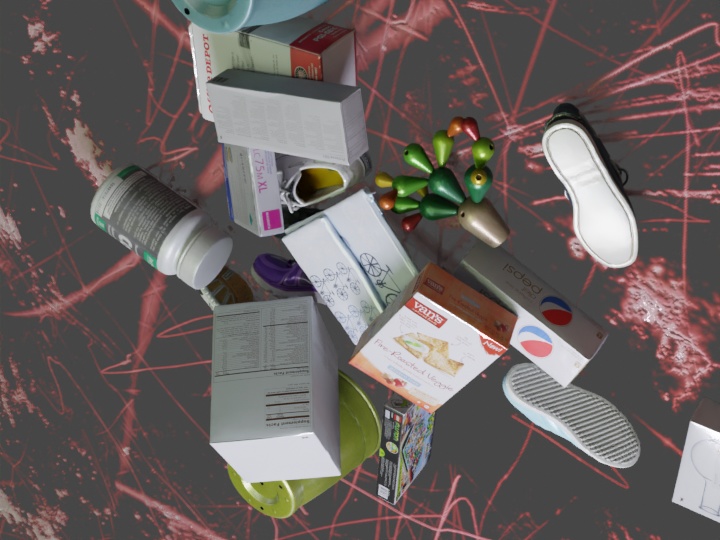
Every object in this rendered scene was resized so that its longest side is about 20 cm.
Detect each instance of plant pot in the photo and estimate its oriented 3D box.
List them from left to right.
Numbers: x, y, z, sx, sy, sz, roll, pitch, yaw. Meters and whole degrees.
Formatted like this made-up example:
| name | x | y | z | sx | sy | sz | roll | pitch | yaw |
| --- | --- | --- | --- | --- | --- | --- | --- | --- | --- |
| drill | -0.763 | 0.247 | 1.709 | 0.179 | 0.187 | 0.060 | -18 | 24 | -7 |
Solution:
| name | x | y | z | sx | sy | sz | roll | pitch | yaw |
| --- | --- | --- | --- | --- | --- | --- | --- | --- | --- |
| plant pot | -0.117 | -0.362 | 1.284 | 0.199 | 0.188 | 0.201 | 22 | 134 | 25 |
| plant pot | -0.100 | 0.274 | 1.788 | 0.200 | 0.193 | 0.201 | 22 | 135 | 24 |

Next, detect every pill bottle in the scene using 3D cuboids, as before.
| name | x | y | z | sx | sy | sz | roll | pitch | yaw |
| --- | --- | --- | --- | --- | --- | --- | --- | --- | --- |
| pill bottle | -0.298 | -0.066 | 1.739 | 0.200 | 0.113 | 0.113 | 34 | 139 | 14 |

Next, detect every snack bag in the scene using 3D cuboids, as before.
| name | x | y | z | sx | sy | sz | roll | pitch | yaw |
| --- | --- | --- | --- | --- | --- | --- | --- | --- | --- |
| snack bag | 0.000 | 0.000 | 1.511 | 0.200 | 0.021 | 0.189 | -23 | 103 | 51 |

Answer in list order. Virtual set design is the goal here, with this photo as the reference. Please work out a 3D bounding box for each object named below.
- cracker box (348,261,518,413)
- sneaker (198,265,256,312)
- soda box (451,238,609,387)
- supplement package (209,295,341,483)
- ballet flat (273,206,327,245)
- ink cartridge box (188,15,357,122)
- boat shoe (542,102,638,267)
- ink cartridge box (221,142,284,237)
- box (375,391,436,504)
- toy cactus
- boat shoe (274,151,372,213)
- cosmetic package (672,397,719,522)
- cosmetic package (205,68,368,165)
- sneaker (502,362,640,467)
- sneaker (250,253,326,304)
| name | x | y | z | sx | sy | sz | roll | pitch | yaw |
| --- | --- | --- | --- | --- | --- | --- | --- | --- | --- |
| cracker box | 0.089 | 0.090 | 1.458 | 0.134 | 0.058 | 0.200 | 32 | 140 | -7 |
| sneaker | -0.191 | 0.077 | 1.794 | 0.200 | 0.076 | 0.088 | 46 | 140 | 1 |
| soda box | 0.206 | 0.050 | 1.443 | 0.200 | 0.064 | 0.068 | 39 | 139 | 8 |
| supplement package | -0.116 | 0.172 | 1.623 | 0.146 | 0.201 | 0.191 | -6 | 152 | 8 |
| ballet flat | -0.038 | -0.050 | 1.588 | 0.199 | 0.067 | 0.057 | 16 | 169 | 33 |
| ink cartridge box | -0.107 | -0.245 | 1.451 | 0.199 | 0.083 | 0.147 | 21 | 133 | 26 |
| boat shoe | 0.257 | -0.093 | 1.280 | 0.075 | 0.062 | 0.200 | -20 | 118 | 31 |
| ink cartridge box | -0.148 | -0.117 | 1.553 | 0.200 | 0.042 | 0.120 | -158 | 59 | -69 |
| box | 0.069 | 0.236 | 1.677 | 0.035 | 0.110 | 0.201 | 25 | 136 | 22 |
| toy cactus | 0.114 | -0.090 | 1.397 | 0.165 | 0.102 | 0.200 | 43 | 132 | -11 |
| boat shoe | -0.079 | -0.113 | 1.534 | 0.201 | 0.086 | 0.075 | -5 | 119 | 43 |
| cosmetic package | 0.486 | 0.255 | 1.384 | 0.199 | 0.052 | 0.151 | 21 | 137 | 26 |
| cosmetic package | -0.088 | -0.186 | 1.381 | 0.199 | 0.051 | 0.083 | 14 | 127 | 31 |
| sneaker | 0.274 | 0.187 | 1.509 | 0.200 | 0.074 | 0.082 | 37 | 169 | 3 |
| sneaker | -0.061 | -0.001 | 1.638 | 0.199 | 0.081 | 0.084 | 12 | 116 | 21 |
